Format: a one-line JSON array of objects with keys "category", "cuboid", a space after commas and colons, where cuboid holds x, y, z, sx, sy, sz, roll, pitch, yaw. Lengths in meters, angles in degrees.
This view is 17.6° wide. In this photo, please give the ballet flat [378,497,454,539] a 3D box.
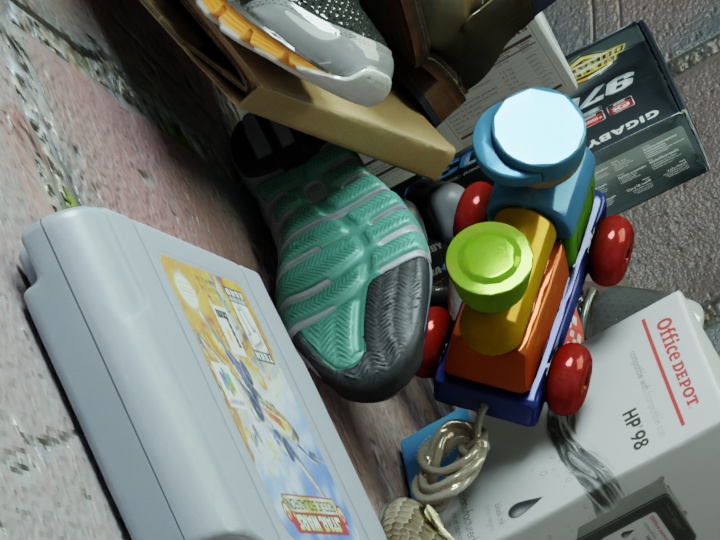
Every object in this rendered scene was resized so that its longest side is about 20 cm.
[{"category": "ballet flat", "cuboid": [0.046, 0.164, 0.935, 0.067, 0.046, 0.200, 55, 11, -37]}]

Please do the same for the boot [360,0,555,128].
[{"category": "boot", "cuboid": [0.042, -0.142, 1.087, 0.075, 0.097, 0.200, 48, -3, 15]}]

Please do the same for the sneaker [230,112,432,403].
[{"category": "sneaker", "cuboid": [0.000, 0.000, 1.085, 0.200, 0.074, 0.088, -109, 172, -46]}]

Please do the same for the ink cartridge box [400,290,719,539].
[{"category": "ink cartridge box", "cuboid": [0.124, 0.086, 1.100, 0.067, 0.200, 0.116, 55, 11, -28]}]

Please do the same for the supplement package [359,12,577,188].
[{"category": "supplement package", "cuboid": [0.002, -0.165, 1.297, 0.111, 0.155, 0.200, 48, 17, -58]}]

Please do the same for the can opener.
[{"category": "can opener", "cuboid": [0.030, -0.012, 1.228, 0.200, 0.053, 0.067, -147, -140, -83]}]

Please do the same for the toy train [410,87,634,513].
[{"category": "toy train", "cuboid": [0.059, 0.024, 1.038, 0.116, 0.084, 0.201, 78, 29, -60]}]

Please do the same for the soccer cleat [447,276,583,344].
[{"category": "soccer cleat", "cuboid": [0.084, 0.076, 1.226, 0.085, 0.068, 0.201, -63, 146, -57]}]

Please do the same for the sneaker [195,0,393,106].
[{"category": "sneaker", "cuboid": [-0.039, -0.147, 0.984, 0.078, 0.077, 0.200, 26, 23, -54]}]

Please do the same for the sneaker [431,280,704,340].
[{"category": "sneaker", "cuboid": [0.097, 0.034, 1.290, 0.082, 0.200, 0.077, 39, 61, -33]}]

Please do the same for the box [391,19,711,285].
[{"category": "box", "cuboid": [0.107, -0.068, 1.444, 0.046, 0.199, 0.159, 60, 10, -24]}]

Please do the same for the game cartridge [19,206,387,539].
[{"category": "game cartridge", "cuboid": [-0.046, 0.054, 0.798, 0.133, 0.041, 0.200, 60, 9, 13]}]

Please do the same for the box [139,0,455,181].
[{"category": "box", "cuboid": [-0.050, -0.115, 1.068, 0.164, 0.021, 0.200, 48, 14, 23]}]
